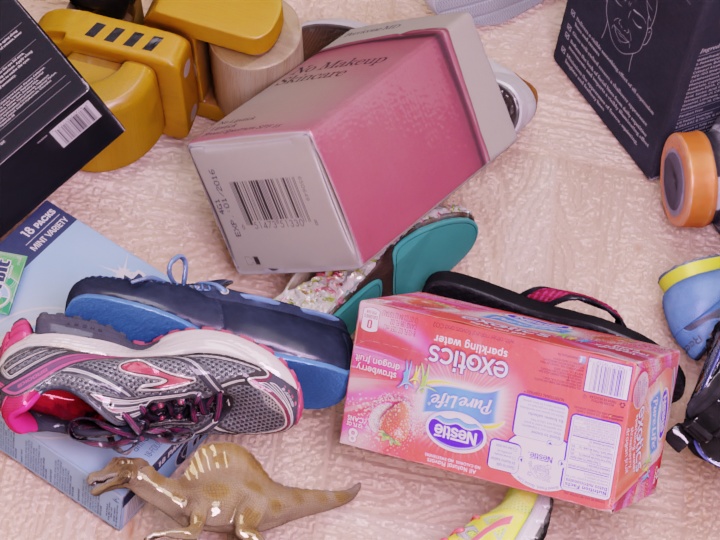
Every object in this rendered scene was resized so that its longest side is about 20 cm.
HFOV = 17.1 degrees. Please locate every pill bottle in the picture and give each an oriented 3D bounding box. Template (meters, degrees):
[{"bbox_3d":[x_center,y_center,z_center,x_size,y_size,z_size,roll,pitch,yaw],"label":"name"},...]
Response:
[{"bbox_3d":[0.329,-0.072,1.804,0.199,0.106,0.107,-4,51,-12],"label":"pill bottle"}]

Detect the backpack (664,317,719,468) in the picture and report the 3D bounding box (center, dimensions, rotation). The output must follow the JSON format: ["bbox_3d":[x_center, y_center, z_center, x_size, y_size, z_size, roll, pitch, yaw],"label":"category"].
[{"bbox_3d":[0.325,0.063,1.634,0.199,0.154,0.191,20,90,2],"label":"backpack"}]

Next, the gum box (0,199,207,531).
[{"bbox_3d":[-0.192,0.061,1.648,0.200,0.045,0.170,31,53,15],"label":"gum box"}]

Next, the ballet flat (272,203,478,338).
[{"bbox_3d":[0.000,0.000,1.715,0.064,0.076,0.200,33,50,29],"label":"ballet flat"}]

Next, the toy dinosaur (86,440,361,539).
[{"bbox_3d":[-0.075,0.160,1.557,0.199,0.058,0.102,8,65,-25],"label":"toy dinosaur"}]

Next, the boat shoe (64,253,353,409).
[{"bbox_3d":[-0.102,0.042,1.611,0.199,0.084,0.069,19,44,-17],"label":"boat shoe"}]

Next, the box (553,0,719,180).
[{"bbox_3d":[0.244,-0.198,1.834,0.107,0.200,0.149,-19,56,-23],"label":"box"}]

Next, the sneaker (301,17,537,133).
[{"bbox_3d":[0.043,-0.146,1.859,0.199,0.073,0.085,21,19,16],"label":"sneaker"}]

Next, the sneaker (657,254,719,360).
[{"bbox_3d":[0.315,0.023,1.757,0.199,0.066,0.079,-10,68,-18],"label":"sneaker"}]

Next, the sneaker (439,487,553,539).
[{"bbox_3d":[0.057,0.200,1.552,0.090,0.078,0.200,26,52,16],"label":"sneaker"}]

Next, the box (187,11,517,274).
[{"bbox_3d":[-0.004,-0.091,1.716,0.127,0.109,0.200,-4,26,43],"label":"box"}]

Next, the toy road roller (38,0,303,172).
[{"bbox_3d":[-0.150,-0.141,1.780,0.199,0.123,0.146,15,61,10],"label":"toy road roller"}]

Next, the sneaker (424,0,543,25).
[{"bbox_3d":[0.122,-0.253,1.955,0.199,0.073,0.071,-18,46,-33],"label":"sneaker"}]

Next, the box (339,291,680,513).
[{"bbox_3d":[0.098,0.084,1.586,0.199,0.103,0.095,12,8,25],"label":"box"}]

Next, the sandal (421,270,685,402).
[{"bbox_3d":[0.141,0.038,1.704,0.199,0.075,0.045,22,51,12],"label":"sandal"}]

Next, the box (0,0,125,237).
[{"bbox_3d":[-0.289,-0.093,1.687,0.200,0.079,0.141,-40,65,-2],"label":"box"}]

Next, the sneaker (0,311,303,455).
[{"bbox_3d":[-0.136,0.086,1.552,0.199,0.081,0.075,5,40,-4],"label":"sneaker"}]
